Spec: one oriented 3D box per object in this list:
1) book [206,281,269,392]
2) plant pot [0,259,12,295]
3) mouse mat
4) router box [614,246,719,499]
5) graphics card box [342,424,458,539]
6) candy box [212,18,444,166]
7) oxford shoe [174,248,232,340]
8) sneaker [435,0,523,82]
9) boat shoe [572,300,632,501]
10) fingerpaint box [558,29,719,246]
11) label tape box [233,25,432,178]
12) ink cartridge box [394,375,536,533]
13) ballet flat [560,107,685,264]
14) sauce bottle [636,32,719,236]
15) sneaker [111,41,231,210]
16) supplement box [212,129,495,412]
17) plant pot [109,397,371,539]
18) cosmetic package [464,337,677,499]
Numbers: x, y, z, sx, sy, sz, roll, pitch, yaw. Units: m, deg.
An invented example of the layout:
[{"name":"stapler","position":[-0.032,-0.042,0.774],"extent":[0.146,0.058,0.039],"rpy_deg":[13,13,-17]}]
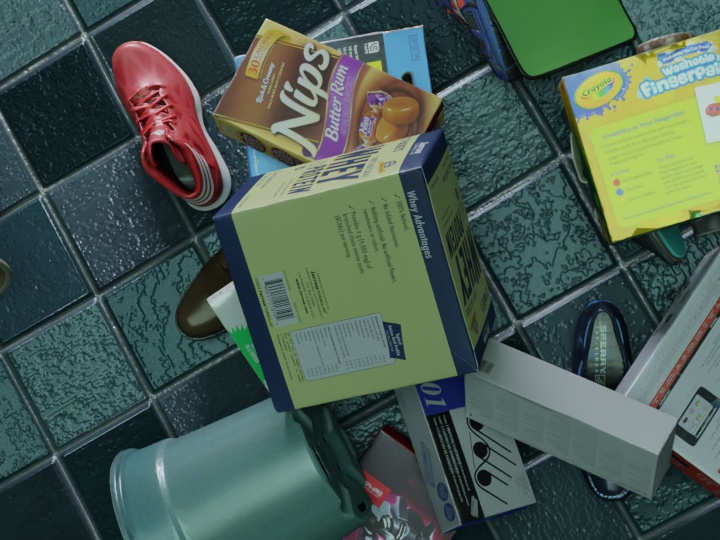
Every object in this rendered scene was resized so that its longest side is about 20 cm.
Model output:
[{"name":"book","position":[-0.036,0.027,1.570],"extent":[0.200,0.048,0.134],"rpy_deg":[-35,107,-4]},{"name":"plant pot","position":[-0.479,-0.055,1.616],"extent":[0.200,0.200,0.184],"rpy_deg":[-19,73,6]},{"name":"mouse mat","position":[0.181,-0.298,1.574],"extent":[0.160,0.008,0.201],"rpy_deg":[-23,84,-29]},{"name":"router box","position":[0.364,0.108,1.515],"extent":[0.179,0.049,0.200],"rpy_deg":[37,77,-1]},{"name":"graphics card box","position":[0.017,0.274,1.589],"extent":[0.125,0.051,0.200],"rpy_deg":[36,93,8]},{"name":"candy box","position":[-0.031,-0.152,1.540],"extent":[0.199,0.056,0.117],"rpy_deg":[25,78,11]},{"name":"oxford shoe","position":[-0.119,-0.005,1.606],"extent":[0.200,0.084,0.073],"rpy_deg":[-44,84,5]},{"name":"sneaker","position":[0.118,-0.281,1.594],"extent":[0.075,0.078,0.201],"rpy_deg":[-15,78,-38]},{"name":"boat shoe","position":[0.237,0.131,1.557],"extent":[0.084,0.069,0.201],"rpy_deg":[-10,86,7]},{"name":"fingerpaint box","position":[0.309,-0.131,1.495],"extent":[0.199,0.073,0.168],"rpy_deg":[-17,87,4]},{"name":"label tape box","position":[-0.021,-0.162,1.609],"extent":[0.199,0.063,0.145],"rpy_deg":[-8,85,7]},{"name":"ink cartridge box","position":[0.095,0.151,1.551],"extent":[0.094,0.044,0.201],"rpy_deg":[-11,74,-31]},{"name":"ballet flat","position":[0.258,-0.090,1.573],"extent":[0.073,0.073,0.201],"rpy_deg":[-25,90,6]},{"name":"sauce bottle","position":[0.329,-0.135,1.563],"extent":[0.064,0.065,0.201],"rpy_deg":[-13,88,7]},{"name":"sneaker","position":[-0.203,-0.158,1.607],"extent":[0.078,0.116,0.200],"rpy_deg":[-35,83,5]},{"name":"supplement box","position":[0.000,0.000,1.445],"extent":[0.199,0.134,0.201],"rpy_deg":[-13,107,16]},{"name":"plant pot","position":[-0.107,0.222,1.522],"extent":[0.196,0.200,0.201],"rpy_deg":[-29,84,12]},{"name":"cosmetic package","position":[0.196,0.138,1.476],"extent":[0.199,0.083,0.051],"rpy_deg":[23,55,21]}]
